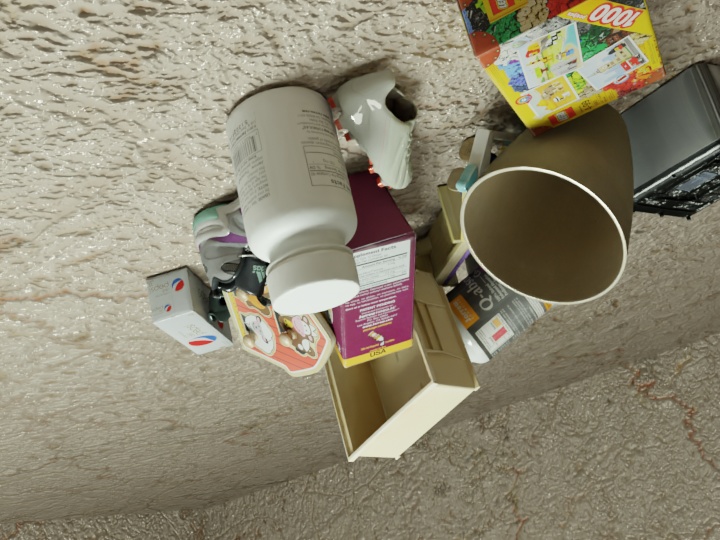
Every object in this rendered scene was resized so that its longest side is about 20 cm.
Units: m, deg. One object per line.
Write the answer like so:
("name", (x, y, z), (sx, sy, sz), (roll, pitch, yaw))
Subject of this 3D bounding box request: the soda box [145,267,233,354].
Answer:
("soda box", (-0.249, 0.065, 1.263), (0.062, 0.070, 0.200), (-16, 160, 4))

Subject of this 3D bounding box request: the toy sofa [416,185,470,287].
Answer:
("toy sofa", (0.142, -0.048, 1.228), (0.095, 0.085, 0.201), (-9, 160, -14))

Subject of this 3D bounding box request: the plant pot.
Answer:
("plant pot", (0.234, -0.099, 0.968), (0.187, 0.186, 0.201), (-41, -168, 52))

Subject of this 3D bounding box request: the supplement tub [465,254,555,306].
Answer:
("supplement tub", (0.279, 0.000, 1.384), (0.196, 0.135, 0.132), (-20, 160, 12))

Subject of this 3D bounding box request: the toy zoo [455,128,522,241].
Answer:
("toy zoo", (0.179, -0.100, 1.036), (0.020, 0.135, 0.197), (17, -165, 42))

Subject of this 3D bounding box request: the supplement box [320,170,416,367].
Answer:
("supplement box", (0.000, 0.000, 1.066), (0.101, 0.132, 0.203), (-15, 135, -13))

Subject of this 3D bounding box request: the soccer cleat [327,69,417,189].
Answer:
("soccer cleat", (0.033, -0.145, 0.914), (0.076, 0.071, 0.200), (-22, 156, 13))

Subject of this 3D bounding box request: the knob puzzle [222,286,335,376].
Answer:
("knob puzzle", (-0.115, 0.068, 1.120), (0.030, 0.220, 0.220), (-41, 178, -36))

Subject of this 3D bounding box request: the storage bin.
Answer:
("storage bin", (0.048, 0.131, 1.201), (0.092, 0.201, 0.200), (11, 135, -35))

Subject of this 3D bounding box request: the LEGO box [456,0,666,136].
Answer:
("LEGO box", (0.193, -0.222, 0.801), (0.147, 0.079, 0.199), (-23, 159, 21))

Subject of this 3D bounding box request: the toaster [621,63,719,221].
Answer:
("toaster", (0.430, -0.159, 1.082), (0.178, 0.121, 0.199), (1, 156, -38))

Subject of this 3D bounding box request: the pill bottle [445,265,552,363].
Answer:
("pill bottle", (0.185, 0.063, 1.269), (0.199, 0.117, 0.116), (-40, 158, 1))

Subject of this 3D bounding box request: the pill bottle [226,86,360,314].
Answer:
("pill bottle", (-0.063, -0.067, 0.847), (0.112, 0.204, 0.115), (-12, 161, -4))

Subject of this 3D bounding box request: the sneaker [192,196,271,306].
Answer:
("sneaker", (-0.115, -0.029, 0.998), (0.077, 0.143, 0.198), (6, 152, -45))

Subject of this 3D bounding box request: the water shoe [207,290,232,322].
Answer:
("water shoe", (-0.144, 0.064, 1.274), (0.197, 0.081, 0.071), (19, 169, -36))

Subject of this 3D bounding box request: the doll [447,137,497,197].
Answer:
("doll", (0.185, -0.095, 1.097), (0.048, 0.139, 0.199), (14, 167, 39))
